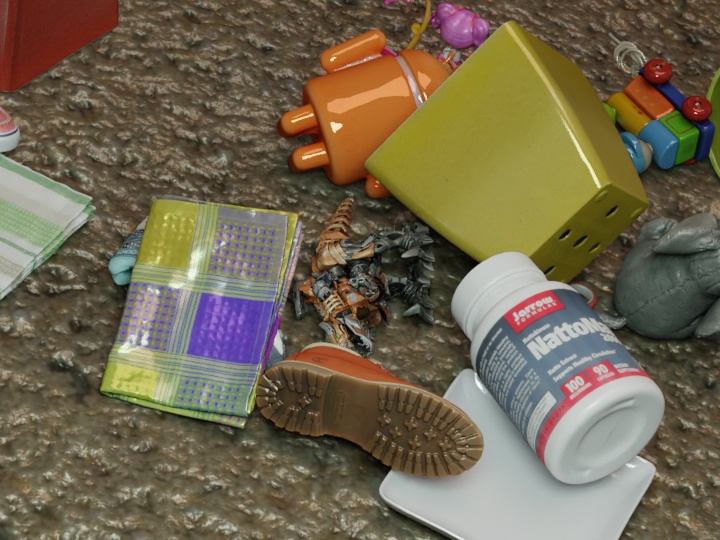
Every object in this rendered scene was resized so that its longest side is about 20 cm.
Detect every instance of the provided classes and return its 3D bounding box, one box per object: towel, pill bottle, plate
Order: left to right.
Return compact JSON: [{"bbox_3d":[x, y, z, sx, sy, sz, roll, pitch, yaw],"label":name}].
[{"bbox_3d":[-0.358,-0.035,1.670,0.149,0.031,0.200,25,42,12],"label":"towel"},{"bbox_3d":[-0.140,0.030,1.592,0.143,0.023,0.201,12,70,9],"label":"towel"},{"bbox_3d":[0.137,0.192,1.585,0.199,0.032,0.200,28,40,11],"label":"plate"},{"bbox_3d":[0.167,0.080,1.609,0.119,0.120,0.200,-11,46,-30],"label":"pill bottle"}]

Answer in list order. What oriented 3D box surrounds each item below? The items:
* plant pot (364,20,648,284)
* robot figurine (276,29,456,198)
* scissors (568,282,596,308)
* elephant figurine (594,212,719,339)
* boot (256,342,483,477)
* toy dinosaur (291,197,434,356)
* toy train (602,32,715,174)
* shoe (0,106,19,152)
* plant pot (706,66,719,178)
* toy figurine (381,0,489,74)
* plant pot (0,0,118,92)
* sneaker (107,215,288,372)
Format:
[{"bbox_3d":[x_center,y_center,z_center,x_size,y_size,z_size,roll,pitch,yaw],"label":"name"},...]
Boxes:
[{"bbox_3d":[0.162,-0.091,1.755,0.177,0.200,0.200,51,15,23],"label":"plant pot"},{"bbox_3d":[0.017,-0.156,1.853,0.199,0.117,0.144,-19,53,-8],"label":"robot figurine"},{"bbox_3d":[0.174,0.058,1.771,0.073,0.014,0.200,28,42,9],"label":"scissors"},{"bbox_3d":[0.338,-0.006,1.743,0.141,0.200,0.156,24,71,-15],"label":"elephant figurine"},{"bbox_3d":[0.020,0.113,1.571,0.199,0.075,0.107,19,19,12],"label":"boot"},{"bbox_3d":[0.000,0.000,1.715,0.135,0.102,0.201,-6,65,-2],"label":"toy dinosaur"},{"bbox_3d":[0.299,-0.189,2.056,0.115,0.085,0.200,-24,54,-23],"label":"toy train"},{"bbox_3d":[-0.412,-0.188,1.749,0.199,0.091,0.071,25,28,20],"label":"shoe"},{"bbox_3d":[0.524,-0.170,2.045,0.192,0.201,0.200,-9,45,-46],"label":"plant pot"},{"bbox_3d":[0.080,-0.234,1.936,0.200,0.185,0.150,35,42,19],"label":"toy figurine"},{"bbox_3d":[-0.374,-0.339,1.892,0.200,0.177,0.200,30,41,15],"label":"plant pot"},{"bbox_3d":[-0.148,0.037,1.641,0.086,0.078,0.200,-40,67,-21],"label":"sneaker"}]
